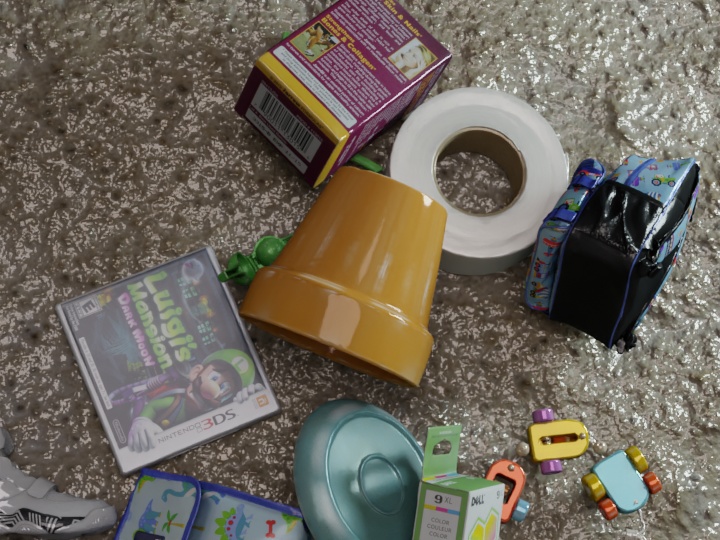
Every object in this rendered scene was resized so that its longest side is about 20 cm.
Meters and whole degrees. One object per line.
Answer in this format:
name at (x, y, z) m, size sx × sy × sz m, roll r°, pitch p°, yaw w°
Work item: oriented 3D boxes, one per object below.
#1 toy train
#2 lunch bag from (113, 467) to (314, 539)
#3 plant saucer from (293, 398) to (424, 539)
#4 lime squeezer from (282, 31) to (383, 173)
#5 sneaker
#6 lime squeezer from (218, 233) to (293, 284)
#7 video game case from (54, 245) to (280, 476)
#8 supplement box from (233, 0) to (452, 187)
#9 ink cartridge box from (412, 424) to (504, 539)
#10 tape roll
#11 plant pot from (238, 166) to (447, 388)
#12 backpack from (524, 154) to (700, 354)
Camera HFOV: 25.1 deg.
toy train at (0.215, 0.234, 1.717) m, size 0.200 × 0.056 × 0.150 m, roll 20°, pitch 75°, yaw 3°
lunch bag at (-0.161, 0.302, 1.624) m, size 0.200 × 0.127 × 0.170 m, roll 15°, pitch 71°, yaw 16°
plant saucer at (0.015, 0.222, 1.648) m, size 0.200 × 0.027 × 0.200 m, roll 26°, pitch 49°, yaw -35°
lime squeezer at (-0.057, -0.180, 1.816) m, size 0.071 × 0.038 × 0.200 m, roll -31°, pitch 77°, yaw -11°
sneaker at (-0.348, 0.214, 1.647) m, size 0.199 × 0.075 × 0.115 m, roll 1°, pitch 76°, yaw -2°
lime squeezer at (-0.103, -0.021, 1.742) m, size 0.038 × 0.071 × 0.200 m, roll 47°, pitch 43°, yaw 12°
video game case at (-0.206, 0.094, 1.726) m, size 0.182 × 0.023 × 0.200 m, roll -22°, pitch 77°, yaw -12°
supplement box at (-0.019, -0.207, 1.767) m, size 0.131 × 0.103 × 0.200 m, roll 46°, pitch 57°, yaw 8°
ink cartridge box at (0.098, 0.260, 1.634) m, size 0.059 × 0.104 × 0.200 m, roll 7°, pitch 90°, yaw 25°
tape roll at (0.127, -0.099, 1.795) m, size 0.202 × 0.071 × 0.203 m, roll 2°, pitch 73°, yaw -6°
plant pot at (0.000, 0.000, 1.668) m, size 0.200 × 0.200 × 0.184 m, roll 22°, pitch 83°, yaw 1°
backpack at (0.281, -0.043, 1.744) m, size 0.134 × 0.183 × 0.200 m, roll 25°, pitch 56°, yaw 16°
